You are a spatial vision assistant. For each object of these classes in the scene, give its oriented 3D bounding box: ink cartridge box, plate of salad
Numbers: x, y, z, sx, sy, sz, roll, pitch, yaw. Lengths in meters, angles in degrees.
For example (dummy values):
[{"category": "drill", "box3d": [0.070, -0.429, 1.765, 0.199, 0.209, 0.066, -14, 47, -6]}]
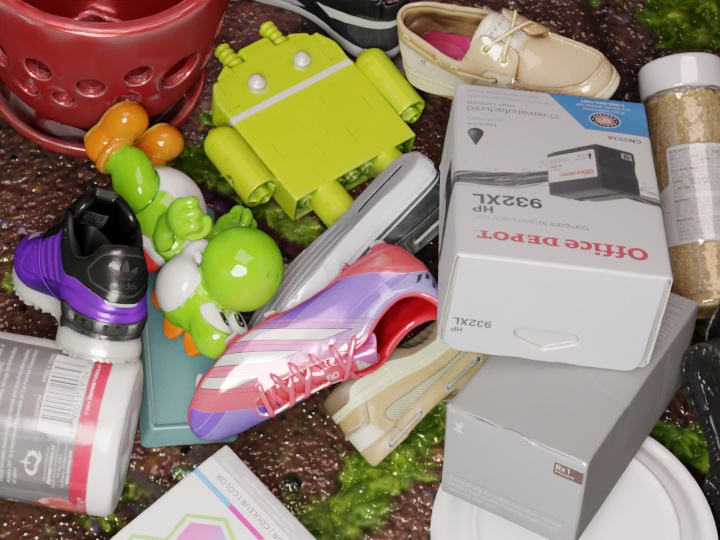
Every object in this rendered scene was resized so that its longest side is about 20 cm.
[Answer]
[{"category": "ink cartridge box", "box3d": [-0.128, 0.219, 0.976, 0.200, 0.059, 0.104, -38, 70, -27]}, {"category": "ink cartridge box", "box3d": [0.130, -0.036, 1.045, 0.144, 0.084, 0.201, 7, 40, -2]}, {"category": "plate of salad", "box3d": [0.147, 0.189, 1.043, 0.198, 0.048, 0.201, 0, 53, 0]}]

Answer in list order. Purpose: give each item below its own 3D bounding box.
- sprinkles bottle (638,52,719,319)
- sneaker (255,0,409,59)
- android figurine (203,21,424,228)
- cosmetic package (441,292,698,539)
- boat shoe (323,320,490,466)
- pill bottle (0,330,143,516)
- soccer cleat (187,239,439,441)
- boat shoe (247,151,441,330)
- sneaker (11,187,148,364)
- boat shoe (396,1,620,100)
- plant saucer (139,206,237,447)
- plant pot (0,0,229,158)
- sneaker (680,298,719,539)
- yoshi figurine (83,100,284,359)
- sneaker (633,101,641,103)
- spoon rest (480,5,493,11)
[{"category": "sprinkles bottle", "box3d": [0.261, -0.066, 1.170, 0.068, 0.068, 0.202, -2, 78, -10]}, {"category": "sneaker", "box3d": [-0.039, -0.268, 1.261, 0.199, 0.112, 0.073, 31, 58, 11]}, {"category": "android figurine", "box3d": [-0.040, -0.120, 1.213, 0.181, 0.041, 0.200, -28, 68, -23]}, {"category": "cosmetic package", "box3d": [0.147, 0.086, 1.040, 0.106, 0.091, 0.200, 23, 45, 25]}, {"category": "boat shoe", "box3d": [0.072, 0.074, 1.100, 0.199, 0.072, 0.076, -33, 80, -14]}, {"category": "pill bottle", "box3d": [-0.252, 0.094, 1.005, 0.199, 0.111, 0.111, 11, 57, -2]}, {"category": "soccer cleat", "box3d": [-0.031, 0.058, 1.042, 0.200, 0.067, 0.076, -37, 52, -10]}, {"category": "boat shoe", "box3d": [0.000, 0.000, 1.123, 0.200, 0.072, 0.071, -45, 108, -12]}, {"category": "sneaker", "box3d": [-0.188, -0.012, 1.042, 0.069, 0.100, 0.200, 4, 16, -29]}, {"category": "boat shoe", "box3d": [0.105, -0.167, 1.159, 0.199, 0.069, 0.074, 15, 57, 38]}, {"category": "plant saucer", "box3d": [-0.134, 0.035, 1.115, 0.069, 0.019, 0.201, -3, 58, -11]}, {"category": "plant pot", "box3d": [-0.199, -0.199, 1.152, 0.199, 0.183, 0.202, 4, 58, -6]}, {"category": "sneaker", "box3d": [0.285, 0.107, 1.086, 0.104, 0.060, 0.201, -14, 93, -46]}, {"category": "yoshi figurine", "box3d": [-0.116, -0.034, 1.090, 0.112, 0.112, 0.201, -18, 65, -26]}, {"category": "sneaker", "box3d": [0.179, -0.059, 1.199, 0.076, 0.075, 0.200, 47, 64, -4]}, {"category": "spoon rest", "box3d": [0.124, -0.133, 1.223, 0.060, 0.099, 0.201, 20, 42, -25]}]
